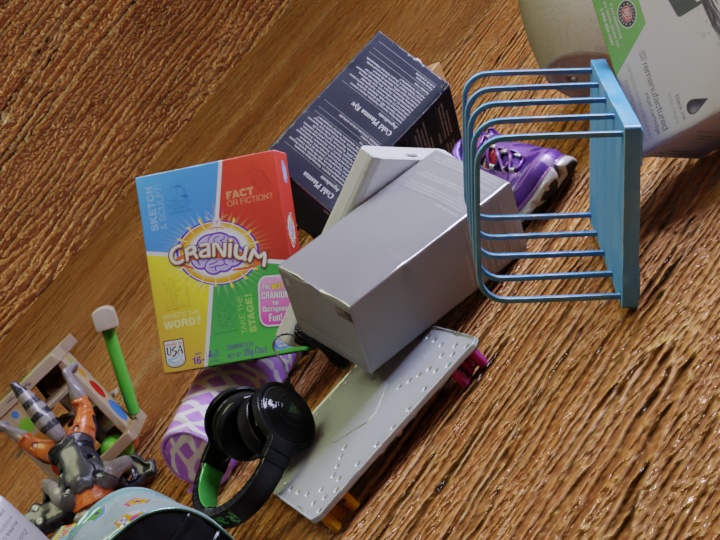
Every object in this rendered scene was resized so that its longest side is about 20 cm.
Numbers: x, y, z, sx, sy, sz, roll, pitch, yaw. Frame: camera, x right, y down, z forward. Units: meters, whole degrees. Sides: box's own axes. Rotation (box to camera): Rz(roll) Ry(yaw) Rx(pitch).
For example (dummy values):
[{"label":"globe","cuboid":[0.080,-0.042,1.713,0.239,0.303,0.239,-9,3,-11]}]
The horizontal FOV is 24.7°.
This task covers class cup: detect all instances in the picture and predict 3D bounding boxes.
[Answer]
[{"label":"cup","cuboid":[0.233,-0.242,1.546,0.200,0.200,0.144,-20,54,57]}]

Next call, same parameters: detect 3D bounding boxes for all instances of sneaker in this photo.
[{"label":"sneaker","cuboid":[0.134,-0.096,1.566,0.081,0.083,0.200,-48,16,-11]}]

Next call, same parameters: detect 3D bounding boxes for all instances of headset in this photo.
[{"label":"headset","cuboid":[-0.078,0.141,1.470,0.123,0.094,0.201,-13,50,57]}]

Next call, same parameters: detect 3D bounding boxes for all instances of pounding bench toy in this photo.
[{"label":"pounding bench toy","cuboid":[-0.317,0.158,1.941,0.200,0.156,0.124,-43,6,5]}]

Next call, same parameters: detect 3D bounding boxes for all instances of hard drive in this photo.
[{"label":"hard drive","cuboid":[0.007,-0.022,1.540,0.132,0.026,0.201,-3,-56,-52]}]

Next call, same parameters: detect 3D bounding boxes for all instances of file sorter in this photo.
[{"label":"file sorter","cuboid":[0.144,-0.070,1.275,0.122,0.140,0.200,-3,21,1]}]

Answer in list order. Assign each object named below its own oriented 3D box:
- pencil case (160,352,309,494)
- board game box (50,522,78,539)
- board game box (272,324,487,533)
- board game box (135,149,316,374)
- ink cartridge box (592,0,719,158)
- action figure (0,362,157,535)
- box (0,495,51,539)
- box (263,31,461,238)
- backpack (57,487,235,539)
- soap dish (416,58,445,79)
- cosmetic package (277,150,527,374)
[{"label":"pencil case","cuboid":[-0.130,0.130,1.680,0.200,0.084,0.086,-56,-20,-44]},{"label":"board game box","cuboid":[-0.221,0.288,1.448,0.200,0.105,0.103,-21,27,55]},{"label":"board game box","cuboid":[0.007,0.129,1.415,0.200,0.026,0.200,-47,14,-10]},{"label":"board game box","cuboid":[-0.135,-0.007,1.638,0.152,0.201,0.040,-11,-4,14]},{"label":"ink cartridge box","cuboid":[0.290,-0.191,1.256,0.084,0.146,0.200,-2,-19,-41]},{"label":"action figure","cuboid":[-0.339,0.223,1.810,0.200,0.194,0.105,-34,-27,-7]},{"label":"box","cuboid":[-0.429,0.373,1.727,0.199,0.131,0.200,-32,19,41]},{"label":"box","cuboid":[0.009,-0.119,1.747,0.182,0.104,0.200,-48,-20,-10]},{"label":"backpack","cuboid":[-0.177,0.268,1.248,0.200,0.176,0.153,-44,18,-12]},{"label":"soap dish","cuboid":[0.018,-0.168,2.077,0.200,0.081,0.157,-51,16,-23]},{"label":"cosmetic package","cuboid":[0.039,-0.011,1.452,0.200,0.090,0.107,-38,42,-20]}]
